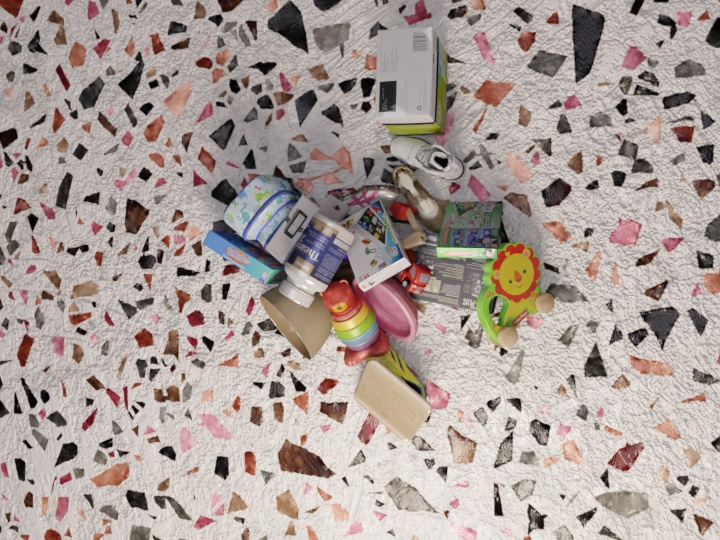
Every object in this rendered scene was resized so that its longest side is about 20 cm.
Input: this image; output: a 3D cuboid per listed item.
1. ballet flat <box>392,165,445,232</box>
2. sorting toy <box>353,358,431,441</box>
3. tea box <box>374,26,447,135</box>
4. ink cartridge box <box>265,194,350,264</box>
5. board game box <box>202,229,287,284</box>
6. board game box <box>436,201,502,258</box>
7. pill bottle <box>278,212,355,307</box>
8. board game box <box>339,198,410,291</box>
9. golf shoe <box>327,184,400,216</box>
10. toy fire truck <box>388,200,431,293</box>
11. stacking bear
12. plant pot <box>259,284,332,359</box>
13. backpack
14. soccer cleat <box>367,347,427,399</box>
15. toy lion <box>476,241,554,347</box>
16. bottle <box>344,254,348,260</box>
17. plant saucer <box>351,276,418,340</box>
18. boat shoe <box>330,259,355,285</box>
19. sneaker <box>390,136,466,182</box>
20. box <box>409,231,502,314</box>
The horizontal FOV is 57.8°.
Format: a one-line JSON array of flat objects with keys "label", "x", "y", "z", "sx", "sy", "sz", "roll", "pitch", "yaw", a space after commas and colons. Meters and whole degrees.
[{"label": "ballet flat", "x": 0.140, "y": -0.175, "z": 1.593, "sx": 0.070, "sy": 0.065, "sz": 0.200, "roll": -41, "pitch": 80, "yaw": 9}, {"label": "sorting toy", "x": 0.076, "y": 0.312, "z": 1.573, "sx": 0.185, "sy": 0.201, "sz": 0.036, "roll": 38, "pitch": 55, "yaw": 13}, {"label": "tea box", "x": 0.123, "y": -0.436, "z": 1.533, "sx": 0.132, "sy": 0.197, "sz": 0.202, "roll": 2, "pitch": 91, "yaw": 17}, {"label": "ink cartridge box", "x": -0.126, "y": -0.103, "z": 1.587, "sx": 0.068, "sy": 0.116, "sz": 0.201, "roll": 40, "pitch": 97, "yaw": 28}, {"label": "board game box", "x": -0.283, "y": -0.033, "z": 1.671, "sx": 0.199, "sy": 0.152, "sz": 0.045, "roll": 32, "pitch": 97, "yaw": 13}, {"label": "board game box", "x": 0.254, "y": -0.097, "z": 1.503, "sx": 0.133, "sy": 0.201, "sz": 0.029, "roll": 1, "pitch": 127, "yaw": 17}, {"label": "pill bottle", "x": -0.105, "y": -0.022, "z": 1.498, "sx": 0.110, "sy": 0.111, "sz": 0.201, "roll": 29, "pitch": 89, "yaw": 14}, {"label": "board game box", "x": 0.027, "y": -0.062, "z": 1.521, "sx": 0.126, "sy": 0.035, "sz": 0.201, "roll": -29, "pitch": 51, "yaw": 12}, {"label": "golf shoe", "x": 0.012, "y": -0.167, "z": 1.627, "sx": 0.198, "sy": 0.072, "sz": 0.093, "roll": -4, "pitch": 95, "yaw": 30}, {"label": "toy fire truck", "x": 0.113, "y": -0.057, "z": 1.530, "sx": 0.200, "sy": 0.048, "sz": 0.142, "roll": 52, "pitch": 122, "yaw": 43}, {"label": "stacking bear", "x": -0.024, "y": 0.112, "z": 1.566, "sx": 0.121, "sy": 0.114, "sz": 0.201, "roll": -21, "pitch": 120, "yaw": 15}, {"label": "plant pot", "x": -0.138, "y": 0.101, "z": 1.624, "sx": 0.134, "sy": 0.201, "sz": 0.200, "roll": -40, "pitch": 78, "yaw": -17}, {"label": "backpack", "x": -0.229, "y": -0.144, "z": 1.631, "sx": 0.147, "sy": 0.200, "sz": 0.183, "roll": 43, "pitch": 100, "yaw": 12}, {"label": "soccer cleat", "x": 0.085, "y": 0.251, "z": 1.595, "sx": 0.200, "sy": 0.084, "sz": 0.065, "roll": 45, "pitch": 101, "yaw": 12}, {"label": "toy lion", "x": 0.336, "y": 0.043, "z": 1.474, "sx": 0.200, "sy": 0.069, "sz": 0.192, "roll": -39, "pitch": 106, "yaw": -18}, {"label": "bottle", "x": -0.022, "y": -0.067, "z": 1.631, "sx": 0.199, "sy": 0.083, "sz": 0.066, "roll": -25, "pitch": 83, "yaw": 15}, {"label": "plant saucer", "x": 0.066, "y": 0.079, "z": 1.566, "sx": 0.200, "sy": 0.201, "sz": 0.051, "roll": 42, "pitch": 66, "yaw": 13}, {"label": "boat shoe", "x": -0.001, "y": 0.000, "z": 1.631, "sx": 0.199, "sy": 0.068, "sz": 0.073, "roll": -20, "pitch": 84, "yaw": 15}, {"label": "sneaker", "x": 0.155, "y": -0.277, "z": 1.564, "sx": 0.199, "sy": 0.115, "sz": 0.076, "roll": 26, "pitch": 96, "yaw": 15}, {"label": "box", "x": 0.232, "y": 0.005, "z": 1.554, "sx": 0.198, "sy": 0.086, "sz": 0.165, "roll": 10, "pitch": 92, "yaw": 16}]
